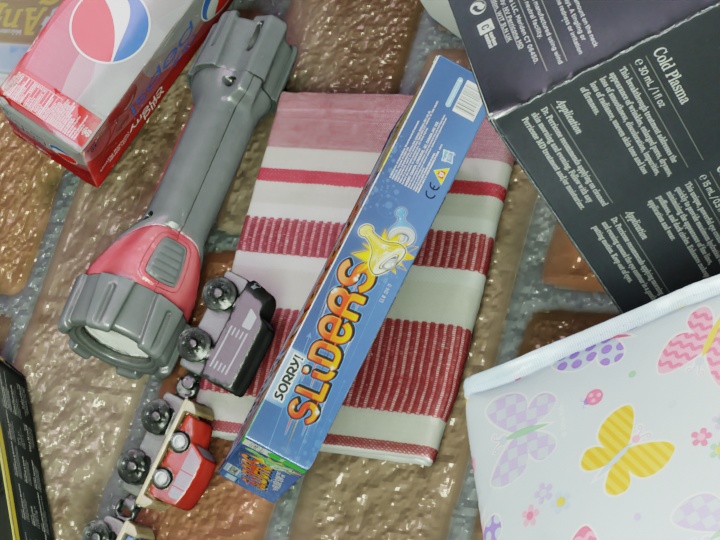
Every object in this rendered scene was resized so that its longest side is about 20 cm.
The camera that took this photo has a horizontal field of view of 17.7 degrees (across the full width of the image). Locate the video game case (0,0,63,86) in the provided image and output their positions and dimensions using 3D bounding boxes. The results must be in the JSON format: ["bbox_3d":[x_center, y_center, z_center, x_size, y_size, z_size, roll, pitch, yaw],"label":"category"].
[{"bbox_3d":[-0.210,-0.191,1.407,0.199,0.022,0.183,11,68,31],"label":"video game case"}]

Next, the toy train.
[{"bbox_3d":[-0.094,0.097,1.159,0.046,0.034,0.201,25,86,16],"label":"toy train"}]

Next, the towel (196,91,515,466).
[{"bbox_3d":[0.000,0.000,1.192,0.143,0.023,0.201,4,67,27],"label":"towel"}]

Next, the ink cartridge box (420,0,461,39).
[{"bbox_3d":[0.132,-0.192,1.194,0.200,0.084,0.145,-46,52,-4],"label":"ink cartridge box"}]

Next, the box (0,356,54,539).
[{"bbox_3d":[-0.238,0.159,1.205,0.159,0.049,0.201,-25,54,14],"label":"box"}]

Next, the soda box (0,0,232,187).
[{"bbox_3d":[-0.119,-0.150,1.297,0.063,0.070,0.201,33,79,9],"label":"soda box"}]

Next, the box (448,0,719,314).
[{"bbox_3d":[0.159,-0.094,1.052,0.181,0.200,0.105,-25,54,11],"label":"box"}]

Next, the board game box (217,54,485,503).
[{"bbox_3d":[-0.003,0.008,1.099,0.034,0.135,0.201,27,75,-2],"label":"board game box"}]

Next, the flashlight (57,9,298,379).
[{"bbox_3d":[-0.095,-0.042,1.240,0.067,0.068,0.201,11,64,21],"label":"flashlight"}]

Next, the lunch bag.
[{"bbox_3d":[0.159,0.104,0.987,0.199,0.127,0.171,-26,51,24],"label":"lunch bag"}]
